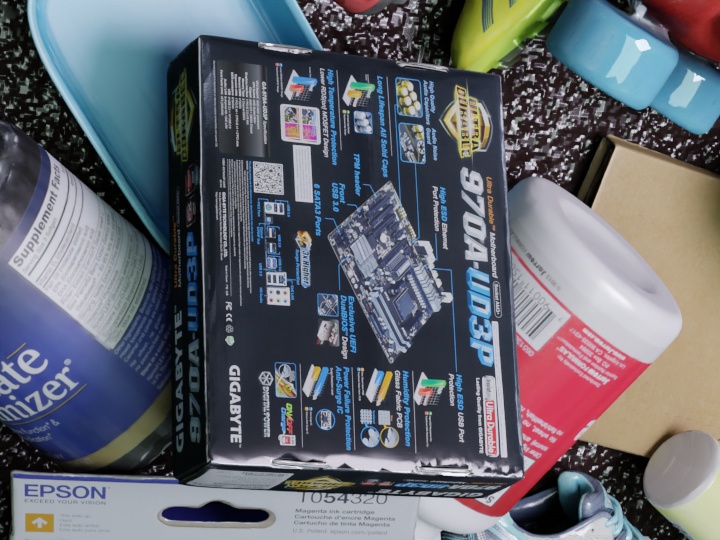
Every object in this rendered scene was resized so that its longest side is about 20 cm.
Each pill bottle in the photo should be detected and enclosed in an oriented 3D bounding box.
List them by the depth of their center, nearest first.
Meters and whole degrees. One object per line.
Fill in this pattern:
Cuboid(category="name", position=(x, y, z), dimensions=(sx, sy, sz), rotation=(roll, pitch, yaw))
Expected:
Cuboid(category="pill bottle", position=(-0.164, 0.001, 1.063), dimensions=(0.112, 0.112, 0.200), rotation=(-48, 119, 0))
Cuboid(category="pill bottle", position=(0.059, 0.059, 1.169), dimensions=(0.112, 0.112, 0.200), rotation=(34, 107, -29))

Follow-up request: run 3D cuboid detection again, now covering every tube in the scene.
Cuboid(category="tube", position=(0.235, 0.162, 1.307), dimensions=(0.200, 0.052, 0.058), rotation=(44, 70, -34))

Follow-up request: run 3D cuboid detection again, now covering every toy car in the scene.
Cuboid(category="toy car", position=(0.230, -0.125, 1.107), dimensions=(0.185, 0.200, 0.177), rotation=(-56, 155, 11))

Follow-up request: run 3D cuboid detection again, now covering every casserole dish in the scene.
Cuboid(category="casserole dish", position=(-0.081, -0.091, 1.091), dimensions=(0.121, 0.039, 0.201), rotation=(-37, 112, -15))

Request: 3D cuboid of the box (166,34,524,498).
Cuboid(category="box", position=(-0.008, 0.000, 1.052), dimensions=(0.158, 0.046, 0.202), rotation=(5, 73, -25))

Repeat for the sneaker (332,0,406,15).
Cuboid(category="sneaker", position=(0.013, -0.225, 1.076), dimensions=(0.097, 0.071, 0.201), rotation=(23, 99, -28))

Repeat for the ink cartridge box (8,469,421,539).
Cuboid(category="ink cartridge box", position=(-0.075, 0.158, 1.135), dimensions=(0.195, 0.043, 0.201), rotation=(3, 130, -6))

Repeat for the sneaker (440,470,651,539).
Cuboid(category="sneaker", position=(0.133, 0.160, 1.269), dimensions=(0.199, 0.078, 0.087), rotation=(9, 102, -26))

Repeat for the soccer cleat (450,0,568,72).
Cuboid(category="soccer cleat", position=(0.096, -0.188, 1.143), dimensions=(0.083, 0.065, 0.201), rotation=(35, 98, 1))

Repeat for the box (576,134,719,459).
Cuboid(category="box", position=(0.186, 0.028, 1.272), dimensions=(0.199, 0.021, 0.165), rotation=(16, 102, -27))
